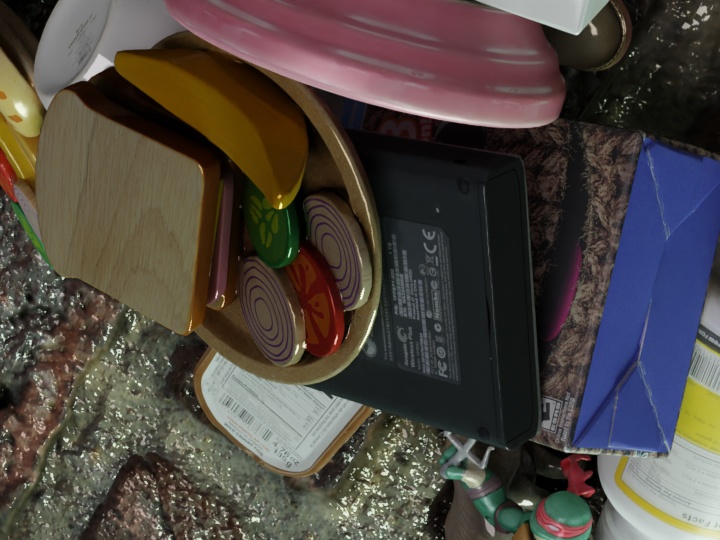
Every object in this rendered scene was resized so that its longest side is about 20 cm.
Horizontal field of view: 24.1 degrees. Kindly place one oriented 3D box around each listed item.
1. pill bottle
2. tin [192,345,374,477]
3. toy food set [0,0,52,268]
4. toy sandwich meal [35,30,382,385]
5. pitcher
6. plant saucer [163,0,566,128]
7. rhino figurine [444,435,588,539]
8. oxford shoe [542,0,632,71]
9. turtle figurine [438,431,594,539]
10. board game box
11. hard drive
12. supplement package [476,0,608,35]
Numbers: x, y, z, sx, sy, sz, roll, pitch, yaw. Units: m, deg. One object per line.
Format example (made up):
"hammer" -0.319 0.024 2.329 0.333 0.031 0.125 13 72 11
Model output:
"pill bottle" 0.198 0.088 0.950 0.111 0.112 0.201 24 123 13
"tin" -0.042 0.065 1.066 0.112 0.042 0.200 36 144 0
"toy food set" -0.203 -0.080 1.038 0.199 0.048 0.200 60 164 -8
"toy sandwich meal" -0.077 -0.026 0.826 0.204 0.070 0.207 24 127 36
"pitcher" -0.066 -0.112 0.949 0.199 0.122 0.172 24 116 -35
"plant saucer" 0.007 -0.125 0.809 0.199 0.200 0.051 22 108 15
"rhino figurine" 0.094 0.129 1.054 0.087 0.060 0.202 10 117 21
"oxford shoe" 0.053 -0.161 0.916 0.199 0.074 0.071 30 124 9
"turtle figurine" 0.088 0.183 0.980 0.100 0.150 0.201 7 129 -6
"board game box" 0.077 -0.004 0.898 0.199 0.096 0.161 15 93 42
"hard drive" 0.000 0.000 0.844 0.199 0.033 0.141 14 118 42
"supplement package" 0.080 -0.230 0.791 0.149 0.200 0.153 21 122 15
